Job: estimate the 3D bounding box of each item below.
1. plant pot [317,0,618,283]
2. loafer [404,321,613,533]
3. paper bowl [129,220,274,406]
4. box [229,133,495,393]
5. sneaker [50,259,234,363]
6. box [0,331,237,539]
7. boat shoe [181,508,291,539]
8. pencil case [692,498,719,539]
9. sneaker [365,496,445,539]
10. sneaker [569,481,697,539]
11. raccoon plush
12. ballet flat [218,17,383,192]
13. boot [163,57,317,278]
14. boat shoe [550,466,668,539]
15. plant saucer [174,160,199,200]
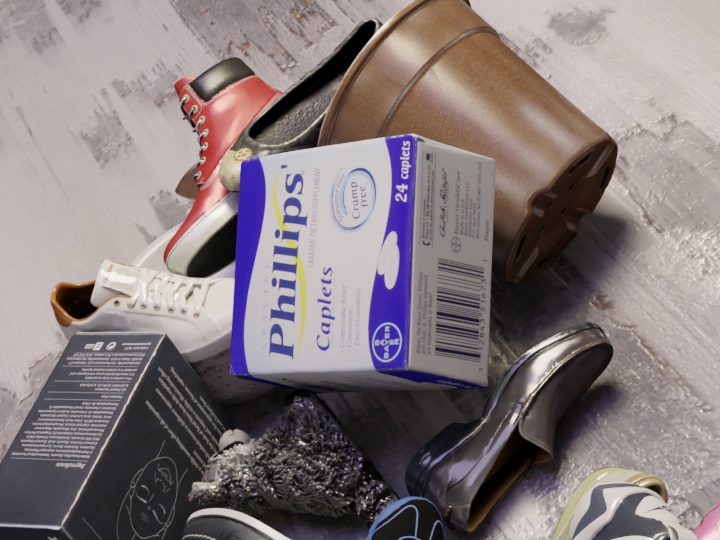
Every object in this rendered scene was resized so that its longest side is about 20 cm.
[{"bbox_3d":[0.101,-0.105,1.599,0.198,0.201,0.200,38,70,20],"label":"plant pot"},{"bbox_3d":[0.129,0.125,1.451,0.200,0.073,0.072,-45,47,-3],"label":"loafer"},{"bbox_3d":[-0.122,0.041,1.681,0.199,0.105,0.201,-19,39,16],"label":"paper bowl"},{"bbox_3d":[0.000,0.000,1.488,0.199,0.104,0.186,-6,77,43],"label":"box"},{"bbox_3d":[-0.177,0.030,1.574,0.199,0.085,0.073,-9,44,24],"label":"sneaker"},{"bbox_3d":[-0.205,0.174,1.546,0.106,0.149,0.201,-2,46,33],"label":"box"},{"bbox_3d":[-0.074,0.240,1.446,0.199,0.076,0.060,9,46,41],"label":"boat shoe"},{"bbox_3d":[0.288,0.174,1.271,0.200,0.086,0.083,-46,-4,-20],"label":"pencil case"},{"bbox_3d":[0.032,0.247,1.349,0.078,0.070,0.201,-42,26,52],"label":"sneaker"},{"bbox_3d":[0.173,0.244,1.188,0.201,0.079,0.129,-71,19,-1],"label":"sneaker"},{"bbox_3d":[-0.053,0.184,1.488,0.134,0.097,0.200,-41,38,-1],"label":"raccoon plush"},{"bbox_3d":[-0.050,-0.143,1.597,0.200,0.057,0.066,-45,55,-16],"label":"ballet flat"},{"bbox_3d":[-0.137,-0.094,1.649,0.144,0.073,0.200,34,70,17],"label":"boot"},{"bbox_3d":[0.148,0.228,1.272,0.201,0.073,0.063,-58,12,-11],"label":"boat shoe"},{"bbox_3d":[-0.076,-0.088,1.761,0.198,0.032,0.200,1,11,0],"label":"plant saucer"}]
